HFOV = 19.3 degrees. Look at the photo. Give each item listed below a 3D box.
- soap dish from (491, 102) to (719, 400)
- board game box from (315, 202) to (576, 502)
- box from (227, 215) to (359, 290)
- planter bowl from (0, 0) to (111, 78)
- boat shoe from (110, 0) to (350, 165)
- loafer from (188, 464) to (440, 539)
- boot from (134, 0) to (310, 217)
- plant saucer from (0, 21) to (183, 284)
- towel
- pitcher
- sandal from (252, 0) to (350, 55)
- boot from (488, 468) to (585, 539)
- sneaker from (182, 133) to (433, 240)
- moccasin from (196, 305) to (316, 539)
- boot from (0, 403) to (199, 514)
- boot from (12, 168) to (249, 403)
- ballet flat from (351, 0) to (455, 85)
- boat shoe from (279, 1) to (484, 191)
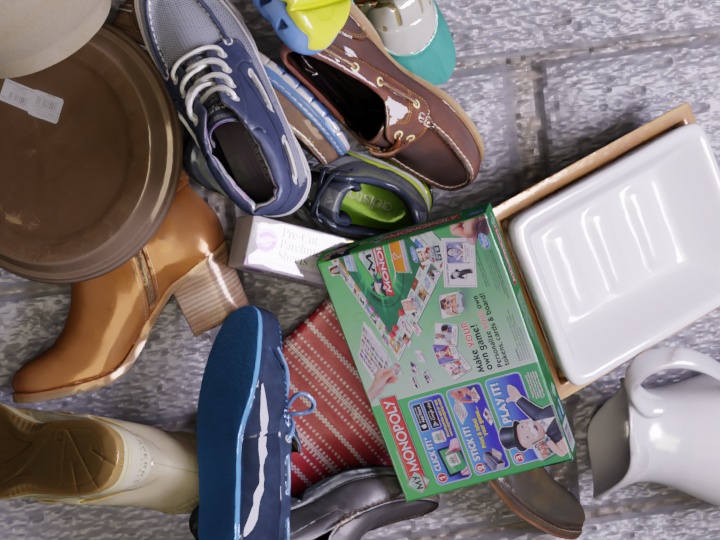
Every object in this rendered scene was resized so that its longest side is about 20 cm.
[{"bbox_3d":[0.190,-0.016,1.612,0.200,0.081,0.158,-28,106,-21],"label":"soap dish"},{"bbox_3d":[0.064,0.063,1.562,0.134,0.029,0.201,-15,106,17],"label":"board game box"},{"bbox_3d":[0.000,0.000,1.603,0.199,0.039,0.042,15,83,-21],"label":"box"},{"bbox_3d":[-0.253,-0.220,1.482,0.200,0.200,0.135,-26,130,-2],"label":"planter bowl"},{"bbox_3d":[-0.099,-0.133,1.558,0.200,0.072,0.072,38,87,9],"label":"boat shoe"},{"bbox_3d":[-0.028,0.199,1.615,0.199,0.073,0.073,-11,62,-17],"label":"loafer"},{"bbox_3d":[-0.099,-0.128,1.477,0.073,0.090,0.200,-33,88,8],"label":"boot"},{"bbox_3d":[-0.226,-0.089,1.545,0.199,0.029,0.201,1,94,17],"label":"plant saucer"},{"bbox_3d":[-0.007,0.098,1.663,0.200,0.022,0.145,-43,105,2],"label":"towel"},{"bbox_3d":[0.289,0.117,1.644,0.199,0.122,0.172,3,146,-5],"label":"pitcher"},{"bbox_3d":[-0.076,-0.231,1.524,0.079,0.200,0.087,0,144,-46],"label":"sandal"},{"bbox_3d":[0.128,0.130,1.652,0.200,0.075,0.097,38,99,-28],"label":"boot"},{"bbox_3d":[-0.036,-0.068,1.591,0.199,0.081,0.074,13,100,-9],"label":"sneaker"},{"bbox_3d":[-0.080,0.129,1.566,0.068,0.080,0.201,15,74,-36],"label":"moccasin"},{"bbox_3d":[-0.206,0.144,1.608,0.155,0.199,0.073,15,77,-51],"label":"boot"},{"bbox_3d":[-0.199,0.000,1.587,0.199,0.077,0.156,-27,101,4],"label":"boot"},{"bbox_3d":[0.011,-0.216,1.571,0.067,0.070,0.200,-35,106,-6],"label":"ballet flat"},{"bbox_3d":[0.013,-0.120,1.574,0.200,0.070,0.070,40,132,-24],"label":"boat shoe"}]
